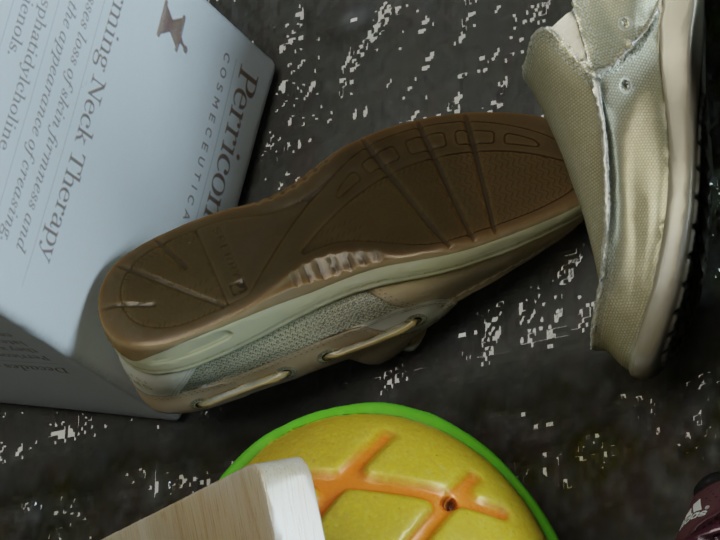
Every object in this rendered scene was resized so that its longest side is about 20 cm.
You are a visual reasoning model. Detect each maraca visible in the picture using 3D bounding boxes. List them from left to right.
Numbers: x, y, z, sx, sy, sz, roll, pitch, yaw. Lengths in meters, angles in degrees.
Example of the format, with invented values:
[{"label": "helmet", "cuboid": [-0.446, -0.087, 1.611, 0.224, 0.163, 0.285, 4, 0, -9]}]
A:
[{"label": "maraca", "cuboid": [0.017, 0.141, 0.898, 0.136, 0.107, 0.201, -22, 71, -6]}]

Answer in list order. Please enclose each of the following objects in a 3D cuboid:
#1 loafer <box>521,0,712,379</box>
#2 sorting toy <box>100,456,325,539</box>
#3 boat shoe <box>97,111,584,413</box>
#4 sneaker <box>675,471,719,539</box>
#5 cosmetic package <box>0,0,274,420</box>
[{"label": "loafer", "cuboid": [0.093, -0.060, 0.943, 0.068, 0.076, 0.202, 1, 79, 12]}, {"label": "sorting toy", "cuboid": [-0.071, 0.184, 0.857, 0.199, 0.069, 0.202, -31, 68, 56]}, {"label": "boat shoe", "cuboid": [0.000, 0.000, 0.998, 0.199, 0.065, 0.072, -22, 49, -1]}, {"label": "sneaker", "cuboid": [0.091, 0.114, 0.854, 0.198, 0.076, 0.116, 12, 54, -10]}, {"label": "cosmetic package", "cuboid": [-0.167, -0.055, 1.032, 0.165, 0.200, 0.169, 4, 70, 31]}]
